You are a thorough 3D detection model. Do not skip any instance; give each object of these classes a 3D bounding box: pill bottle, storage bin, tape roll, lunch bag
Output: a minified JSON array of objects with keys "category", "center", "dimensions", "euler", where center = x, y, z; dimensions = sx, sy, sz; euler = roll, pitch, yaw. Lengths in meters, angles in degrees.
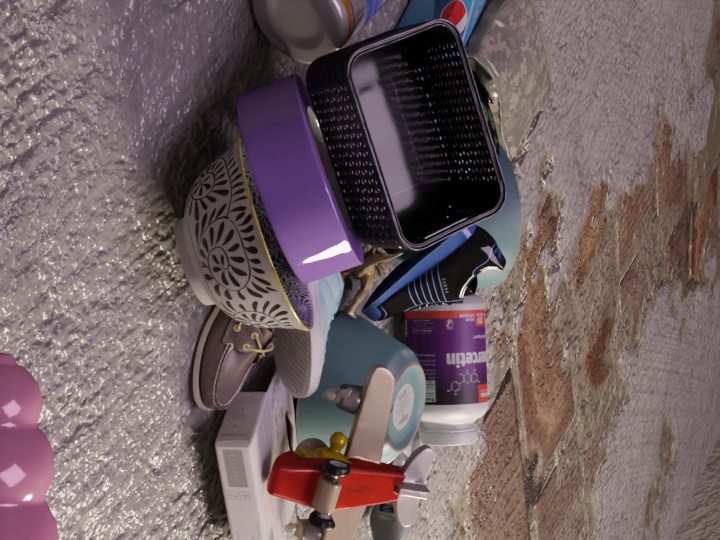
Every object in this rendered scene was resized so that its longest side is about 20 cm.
[{"category":"pill bottle","center":[0.118,0.134,1.645],"dimensions":[0.112,0.111,0.202],"euler":[0,88,-61]},{"category":"pill bottle","center":[-0.018,-0.314,1.262],"dimensions":[0.200,0.111,0.113],"euler":[-54,143,-38]},{"category":"storage bin","center":[0.045,-0.133,1.192],"dimensions":[0.134,0.094,0.202],"euler":[-25,104,-25]},{"category":"tape roll","center":[-0.059,-0.092,1.212],"dimensions":[0.200,0.065,0.202],"euler":[-18,90,-84]},{"category":"lunch bag","center":[0.178,-0.274,1.629],"dimensions":[0.165,0.117,0.201],"euler":[-58,150,-31]}]

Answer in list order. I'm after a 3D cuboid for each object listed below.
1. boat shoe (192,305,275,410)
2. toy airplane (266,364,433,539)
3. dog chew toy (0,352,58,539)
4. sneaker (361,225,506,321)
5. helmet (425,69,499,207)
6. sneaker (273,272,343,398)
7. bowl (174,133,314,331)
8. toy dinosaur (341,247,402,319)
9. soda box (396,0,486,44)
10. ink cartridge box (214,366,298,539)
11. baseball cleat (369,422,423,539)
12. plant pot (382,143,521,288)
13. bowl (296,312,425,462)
[{"category":"boat shoe","center":[-0.118,0.056,1.277],"dimensions":[0.072,0.059,0.202],"euler":[44,62,-58]},{"category":"toy airplane","center":[-0.015,0.231,1.383],"dimensions":[0.200,0.141,0.200],"euler":[-43,131,-24]},{"category":"dog chew toy","center":[-0.295,0.166,0.945],"dimensions":[0.124,0.123,0.202],"euler":[11,83,-62]},{"category":"sneaker","center":[0.086,0.017,1.439],"dimensions":[0.078,0.200,0.070],"euler":[44,37,-9]},{"category":"helmet","center":[0.058,-0.125,1.359],"dimensions":[0.200,0.198,0.193],"euler":[26,63,-61]},{"category":"sneaker","center":[-0.048,0.041,1.348],"dimensions":[0.081,0.074,0.202],"euler":[-3,97,-41]},{"category":"bowl","center":[-0.122,-0.022,1.171],"dimensions":[0.201,0.093,0.203],"euler":[-20,90,-85]},{"category":"toy dinosaur","center":[0.000,0.000,1.435],"dimensions":[0.102,0.058,0.200],"euler":[-55,180,-2]},{"category":"soda box","center":[0.096,-0.307,1.515],"dimensions":[0.201,0.067,0.064],"euler":[-65,149,-22]},{"category":"ink cartridge box","center":[-0.112,0.221,1.371],"dimensions":[0.177,0.044,0.202],"euler":[-74,162,-59]},{"category":"baseball cleat","center":[0.035,0.287,1.656],"dimensions":[0.106,0.069,0.202],"euler":[30,65,-54]},{"category":"plant pot","center":[0.095,-0.072,1.516],"dimensions":[0.133,0.200,0.202],"euler":[-6,110,-22]},{"category":"bowl","center":[0.012,0.160,1.499],"dimensions":[0.200,0.104,0.203],"euler":[-32,127,-56]}]
